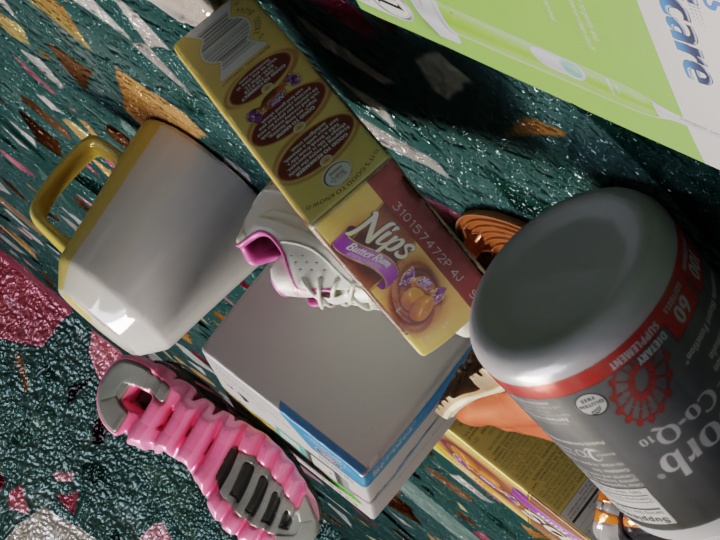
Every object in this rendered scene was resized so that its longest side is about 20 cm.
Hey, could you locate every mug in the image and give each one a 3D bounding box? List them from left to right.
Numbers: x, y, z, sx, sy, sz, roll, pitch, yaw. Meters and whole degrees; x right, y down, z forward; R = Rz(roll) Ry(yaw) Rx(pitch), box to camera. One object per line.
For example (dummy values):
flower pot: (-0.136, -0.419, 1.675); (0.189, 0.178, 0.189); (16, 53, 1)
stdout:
mug: (-0.172, -0.019, 1.526); (0.149, 0.153, 0.186); (45, 167, -29)

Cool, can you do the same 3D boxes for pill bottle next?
pill bottle: (0.154, 0.062, 0.938); (0.200, 0.116, 0.116); (45, 166, -31)

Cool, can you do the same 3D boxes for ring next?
ring: (0.134, 0.034, 1.130); (0.200, 0.019, 0.201); (38, 168, 10)

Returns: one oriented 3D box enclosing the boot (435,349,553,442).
boot: (0.112, 0.079, 1.155); (0.107, 0.075, 0.200); (34, 168, -4)

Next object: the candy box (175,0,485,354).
candy box: (-0.016, -0.056, 0.993); (0.117, 0.056, 0.200); (49, -179, -41)

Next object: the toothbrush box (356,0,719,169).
toothbrush box: (0.068, -0.123, 0.583); (0.200, 0.086, 0.146); (31, 165, 37)

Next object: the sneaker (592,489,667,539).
sneaker: (0.213, 0.153, 1.192); (0.111, 0.078, 0.200); (11, -177, 13)

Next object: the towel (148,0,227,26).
towel: (-0.147, -0.208, 1.038); (0.132, 0.035, 0.200); (27, 163, 42)

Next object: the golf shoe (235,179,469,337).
golf shoe: (0.000, 0.000, 1.203); (0.200, 0.092, 0.075); (36, 167, 38)

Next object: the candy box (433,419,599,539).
candy box: (0.156, 0.175, 1.498); (0.200, 0.057, 0.117); (39, 168, 5)

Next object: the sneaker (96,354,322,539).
sneaker: (-0.101, 0.130, 1.409); (0.200, 0.079, 0.095); (40, -168, 12)

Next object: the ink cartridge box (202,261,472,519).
ink cartridge box: (-0.005, 0.068, 1.355); (0.147, 0.146, 0.200); (37, 169, 12)
